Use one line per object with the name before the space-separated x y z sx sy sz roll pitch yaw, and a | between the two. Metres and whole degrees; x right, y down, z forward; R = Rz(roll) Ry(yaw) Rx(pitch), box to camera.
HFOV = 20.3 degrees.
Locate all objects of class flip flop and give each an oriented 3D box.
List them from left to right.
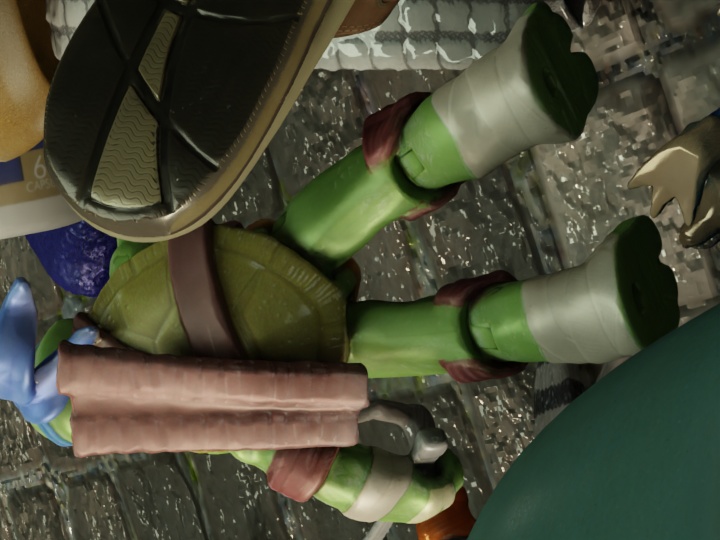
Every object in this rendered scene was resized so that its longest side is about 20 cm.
flip flop | -0.015 -0.091 0.571 0.081 0.201 0.058 28 170 23

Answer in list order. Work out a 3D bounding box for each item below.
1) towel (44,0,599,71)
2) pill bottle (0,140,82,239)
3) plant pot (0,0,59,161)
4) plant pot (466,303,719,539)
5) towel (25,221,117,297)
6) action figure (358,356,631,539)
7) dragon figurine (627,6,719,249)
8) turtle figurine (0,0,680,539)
towel | -0.015 -0.151 0.670 0.198 0.085 0.167 2 100 27
pill bottle | -0.180 -0.114 0.867 0.111 0.110 0.202 2 103 55
plant pot | -0.124 -0.141 0.725 0.200 0.027 0.202 -4 -90 -85
plant pot | 0.114 0.102 0.521 0.161 0.199 0.202 -26 83 52
towel | -0.132 -0.104 0.945 0.148 0.049 0.201 53 140 33
action figure | 0.104 0.109 0.683 0.199 0.104 0.195 -23 91 27
dragon figurine | 0.129 -0.062 0.549 0.059 0.099 0.201 28 122 16
turtle figurine | 0.000 0.000 0.626 0.193 0.200 0.145 -20 63 27
